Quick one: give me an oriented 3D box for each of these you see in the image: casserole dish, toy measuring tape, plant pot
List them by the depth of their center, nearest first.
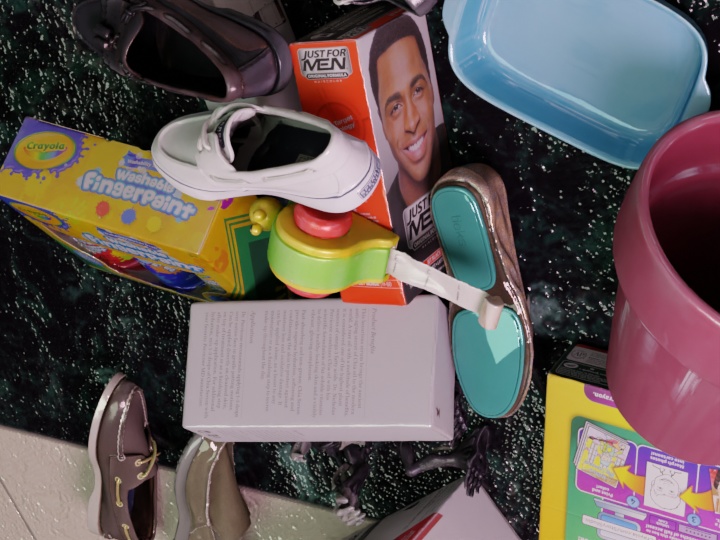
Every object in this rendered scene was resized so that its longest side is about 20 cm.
[{"bbox_3d":[0.245,0.026,0.975,0.199,0.200,0.179,33,143,13],"label":"plant pot"},{"bbox_3d":[0.151,-0.152,1.026,0.199,0.039,0.122,29,126,16],"label":"casserole dish"},{"bbox_3d":[0.000,0.000,1.049,0.199,0.074,0.074,27,126,21],"label":"toy measuring tape"}]

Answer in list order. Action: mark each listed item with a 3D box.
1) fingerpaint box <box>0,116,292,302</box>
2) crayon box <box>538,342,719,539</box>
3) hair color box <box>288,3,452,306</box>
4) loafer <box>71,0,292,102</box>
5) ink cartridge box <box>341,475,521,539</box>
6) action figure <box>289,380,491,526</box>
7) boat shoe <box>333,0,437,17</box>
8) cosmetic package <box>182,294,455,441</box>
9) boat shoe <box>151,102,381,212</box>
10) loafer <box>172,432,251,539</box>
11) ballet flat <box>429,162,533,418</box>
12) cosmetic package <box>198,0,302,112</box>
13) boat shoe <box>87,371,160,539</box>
[{"bbox_3d":[-0.166,-0.037,1.204,0.199,0.074,0.167,16,165,24],"label":"fingerpaint box"},{"bbox_3d":[0.237,0.162,1.123,0.199,0.058,0.174,14,122,26],"label":"crayon box"},{"bbox_3d":[0.016,-0.086,1.105,0.061,0.101,0.201,2,115,33],"label":"hair color box"},{"bbox_3d":[-0.142,-0.164,1.079,0.199,0.063,0.072,20,127,31],"label":"loafer"},{"bbox_3d":[0.019,0.270,1.260,0.200,0.144,0.084,-36,91,39],"label":"ink cartridge box"},{"bbox_3d":[0.000,0.138,1.233,0.199,0.102,0.119,-2,124,31],"label":"action figure"},{"bbox_3d":[-0.004,-0.215,1.028,0.073,0.063,0.200,37,172,-39],"label":"boat shoe"},{"bbox_3d":[-0.030,0.077,1.155,0.199,0.071,0.102,-2,74,17],"label":"cosmetic package"},{"bbox_3d":[-0.078,-0.090,1.049,0.199,0.074,0.065,6,156,35],"label":"boat shoe"},{"bbox_3d":[-0.128,0.211,1.377,0.069,0.075,0.201,16,127,11],"label":"loafer"},{"bbox_3d":[0.100,0.012,1.125,0.068,0.067,0.201,3,116,25],"label":"ballet flat"},{"bbox_3d":[-0.090,-0.171,1.140,0.050,0.083,0.201,-13,107,37],"label":"cosmetic package"},{"bbox_3d":[-0.217,0.182,1.412,0.059,0.072,0.201,21,127,14],"label":"boat shoe"}]
